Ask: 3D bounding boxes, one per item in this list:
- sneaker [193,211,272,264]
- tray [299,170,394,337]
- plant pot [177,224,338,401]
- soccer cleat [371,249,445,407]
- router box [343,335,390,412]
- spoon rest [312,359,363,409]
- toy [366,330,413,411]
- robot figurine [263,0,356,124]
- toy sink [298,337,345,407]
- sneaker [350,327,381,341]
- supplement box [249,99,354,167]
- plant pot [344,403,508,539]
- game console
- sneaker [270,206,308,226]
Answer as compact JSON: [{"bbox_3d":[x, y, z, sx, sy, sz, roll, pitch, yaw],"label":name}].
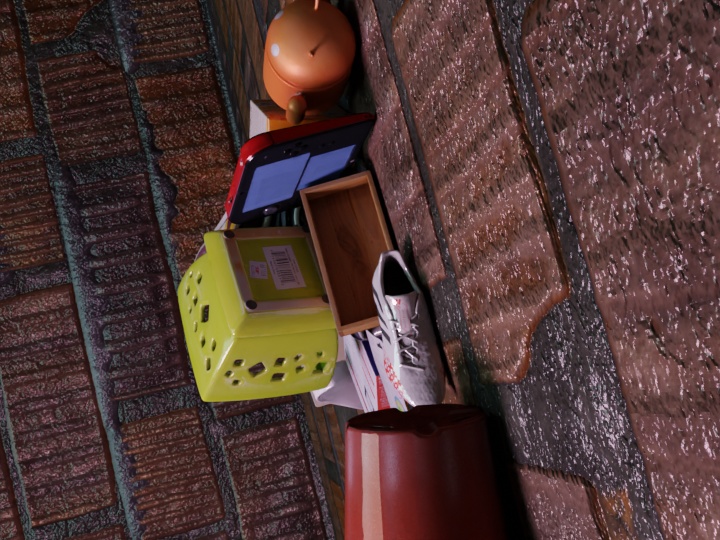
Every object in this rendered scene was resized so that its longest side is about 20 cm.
[{"bbox_3d":[-0.203,-0.031,1.412,0.200,0.075,0.090,-63,24,7],"label":"sneaker"},{"bbox_3d":[-0.006,-0.023,1.183,0.037,0.098,0.201,72,-178,-73],"label":"tray"},{"bbox_3d":[-0.133,0.049,1.269,0.182,0.198,0.200,-62,40,47],"label":"plant pot"},{"bbox_3d":[0.055,0.068,1.071,0.085,0.068,0.201,86,171,-61],"label":"soccer cleat"},{"bbox_3d":[0.020,0.144,1.402,0.180,0.049,0.200,87,166,-44],"label":"router box"},{"bbox_3d":[-0.033,0.193,1.523,0.100,0.061,0.200,57,-164,20],"label":"spoon rest"},{"bbox_3d":[0.066,0.177,1.201,0.115,0.047,0.201,-148,43,-71],"label":"toy"},{"bbox_3d":[-0.067,-0.274,1.158,0.117,0.144,0.200,49,168,2],"label":"robot figurine"},{"bbox_3d":[-0.064,0.125,1.670,0.130,0.112,0.201,-120,15,-59],"label":"toy sink"},{"bbox_3d":[0.001,0.000,1.268,0.146,0.077,0.203,-140,46,-57],"label":"sneaker"},{"bbox_3d":[-0.088,-0.203,1.312,0.200,0.126,0.074,-130,39,-67],"label":"supplement box"},{"bbox_3d":[0.066,0.247,0.936,0.201,0.200,0.196,179,86,-80],"label":"plant pot"},{"bbox_3d":[-0.082,-0.128,1.166,0.031,0.176,0.200,68,156,17],"label":"game console"},{"bbox_3d":[-0.092,-0.083,1.380,0.200,0.079,0.079,-1,86,45],"label":"sneaker"}]
